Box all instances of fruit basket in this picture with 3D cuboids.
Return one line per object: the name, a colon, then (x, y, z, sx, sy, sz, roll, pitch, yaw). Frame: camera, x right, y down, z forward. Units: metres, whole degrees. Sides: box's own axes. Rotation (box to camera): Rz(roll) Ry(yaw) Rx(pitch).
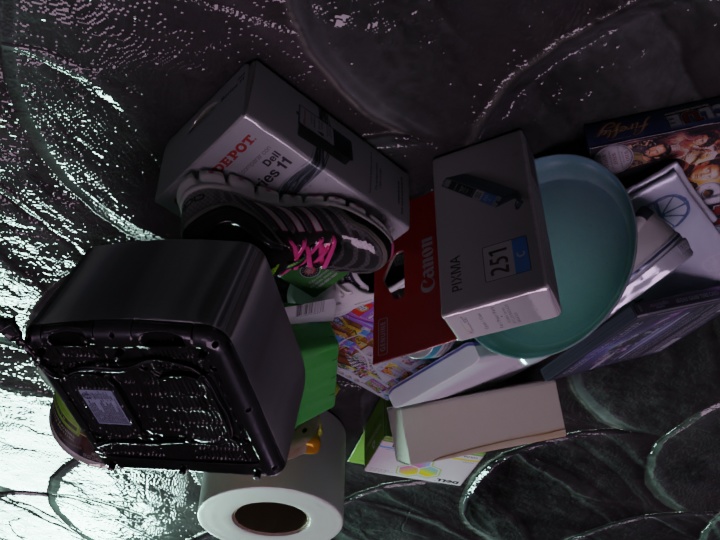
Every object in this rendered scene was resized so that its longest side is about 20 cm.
fruit basket: (-0.126, 0.104, 0.866, 0.200, 0.094, 0.185, -6, 134, -11)

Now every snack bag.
snack bag: (0.279, -0.006, 0.842, 0.188, 0.021, 0.200, -33, 131, 25)

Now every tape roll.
tape roll: (-0.121, 0.290, 1.165, 0.202, 0.139, 0.203, 1, 139, 1)

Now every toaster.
toaster: (-0.159, 0.071, 0.685, 0.181, 0.119, 0.200, -2, 131, 16)

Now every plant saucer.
plant saucer: (0.173, -0.012, 0.776, 0.200, 0.200, 0.027, -33, 141, 33)

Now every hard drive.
hard drive: (0.142, 0.114, 0.971, 0.132, 0.025, 0.200, -36, 158, 35)

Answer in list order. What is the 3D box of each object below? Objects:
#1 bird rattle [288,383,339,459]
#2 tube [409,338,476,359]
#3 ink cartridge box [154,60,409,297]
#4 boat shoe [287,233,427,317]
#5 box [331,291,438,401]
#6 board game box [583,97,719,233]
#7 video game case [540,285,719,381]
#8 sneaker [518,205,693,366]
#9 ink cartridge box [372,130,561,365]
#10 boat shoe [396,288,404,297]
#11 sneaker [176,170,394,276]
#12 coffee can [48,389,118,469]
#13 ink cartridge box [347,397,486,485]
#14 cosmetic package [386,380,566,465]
bird rattle: (-0.123, 0.166, 1.021, 0.200, 0.163, 0.113, 8, 121, -22)
tube: (0.125, 0.076, 0.948, 0.077, 0.050, 0.200, -28, 158, 36)
ink cartridge box: (-0.072, -0.080, 0.786, 0.200, 0.083, 0.147, 32, 129, -29)
boat shoe: (0.000, 0.000, 0.870, 0.200, 0.074, 0.065, -24, 171, 21)
box: (0.024, 0.087, 1.005, 0.200, 0.039, 0.137, 33, 129, -31)
board game box: (0.302, -0.073, 0.822, 0.135, 0.035, 0.200, -11, 137, 13)
video game case: (0.304, 0.064, 0.873, 0.200, 0.019, 0.143, -6, 152, -35)
sneaker: (0.219, 0.016, 0.794, 0.200, 0.071, 0.073, -42, 167, 26)
ink cartridge box: (0.082, -0.024, 0.757, 0.176, 0.200, 0.045, -18, 135, 20)
boat shoe: (0.142, 0.020, 0.902, 0.200, 0.072, 0.068, -11, 136, 13)
sneaker: (-0.067, -0.022, 0.721, 0.200, 0.088, 0.074, 15, 136, -14)
coffee can: (-0.263, 0.107, 0.931, 0.146, 0.146, 0.200, 14, 127, -15)
ink cartridge box: (0.075, 0.267, 1.182, 0.148, 0.076, 0.200, 11, 136, -11)
cosmetic package: (0.143, 0.189, 1.035, 0.200, 0.073, 0.104, -10, 173, -8)
